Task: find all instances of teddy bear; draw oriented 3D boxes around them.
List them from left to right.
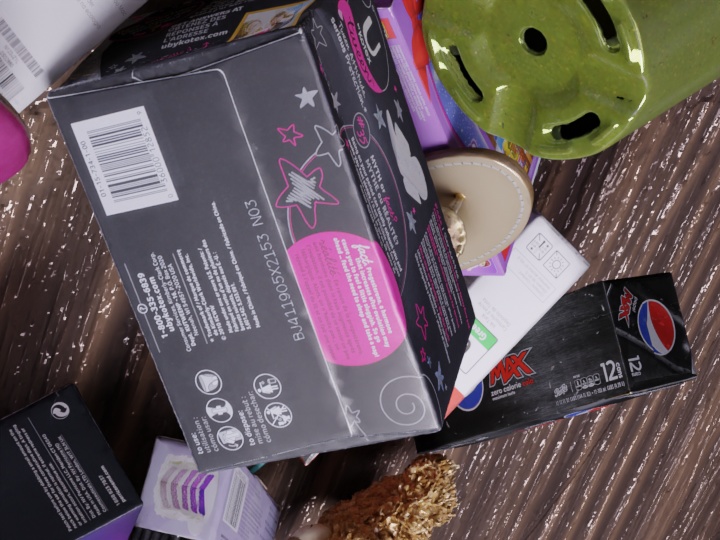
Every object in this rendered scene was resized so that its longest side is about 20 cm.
[{"bbox_3d":[-0.002,0.169,1.122,0.145,0.067,0.200,-24,-173,39],"label":"teddy bear"}]

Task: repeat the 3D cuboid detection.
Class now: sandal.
[{"bbox_3d":[0.004,0.003,0.939,0.078,0.211,0.070,42,51,-27],"label":"sandal"}]

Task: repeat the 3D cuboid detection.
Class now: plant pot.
[{"bbox_3d":[0.128,-0.153,0.878,0.190,0.199,0.201,-42,145,-40],"label":"plant pot"}]

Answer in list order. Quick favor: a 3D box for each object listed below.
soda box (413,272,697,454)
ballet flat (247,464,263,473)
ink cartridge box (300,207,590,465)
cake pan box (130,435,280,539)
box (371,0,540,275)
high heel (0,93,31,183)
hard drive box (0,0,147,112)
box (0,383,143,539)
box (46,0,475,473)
[{"bbox_3d":[0.110,0.060,1.096,0.063,0.071,0.200,-5,168,-40],"label":"soda box"},{"bbox_3d":[-0.031,0.036,1.054,0.062,0.067,0.200,43,89,-18],"label":"ballet flat"},{"bbox_3d":[0.039,0.043,1.068,0.050,0.109,0.200,43,90,-18],"label":"ink cartridge box"},{"bbox_3d":[-0.099,0.202,0.991,0.200,0.052,0.185,73,28,-73],"label":"cake pan box"},{"bbox_3d":[0.050,-0.112,0.941,0.200,0.039,0.137,63,37,-44],"label":"box"},{"bbox_3d":[-0.197,-0.032,0.742,0.067,0.200,0.096,41,71,-9],"label":"high heel"},{"bbox_3d":[-0.136,-0.184,0.752,0.200,0.077,0.156,-41,141,-7],"label":"hard drive box"},{"bbox_3d":[-0.202,0.155,0.908,0.141,0.079,0.200,-25,163,-26],"label":"box"},{"bbox_3d":[-0.040,-0.026,0.830,0.132,0.115,0.201,-12,112,19],"label":"box"}]
